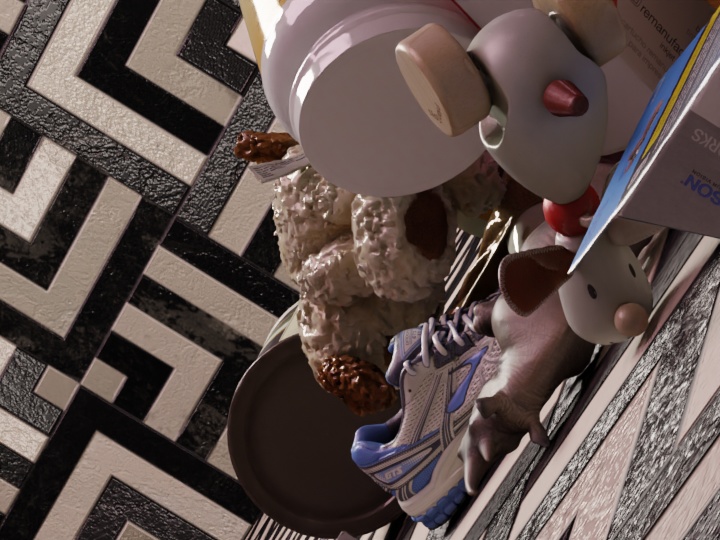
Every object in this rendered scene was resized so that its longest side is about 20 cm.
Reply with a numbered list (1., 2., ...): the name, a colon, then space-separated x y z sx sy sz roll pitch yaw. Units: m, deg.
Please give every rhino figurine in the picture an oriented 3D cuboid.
1. rhino figurine: 0.095 0.028 1.487 0.201 0.060 0.087 -63 13 -21

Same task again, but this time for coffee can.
1. coffee can: -0.012 0.098 2.067 0.147 0.146 0.200 -59 1 10

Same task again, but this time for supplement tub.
1. supplement tub: 0.004 -0.153 1.688 0.145 0.144 0.201 -58 31 32

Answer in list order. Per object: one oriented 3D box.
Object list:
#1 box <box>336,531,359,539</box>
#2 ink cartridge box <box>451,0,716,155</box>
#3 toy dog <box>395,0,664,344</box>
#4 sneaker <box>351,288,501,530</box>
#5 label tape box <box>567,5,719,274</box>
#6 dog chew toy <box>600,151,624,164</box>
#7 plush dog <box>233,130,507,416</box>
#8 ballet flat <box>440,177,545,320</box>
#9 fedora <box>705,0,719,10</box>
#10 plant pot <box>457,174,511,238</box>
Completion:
1. box: -0.031 0.232 1.653 0.117 0.060 0.200 -60 1 -22
2. ink cartridge box: 0.158 -0.190 1.629 0.084 0.144 0.201 -14 38 53
3. toy dog: 0.100 -0.043 1.288 0.132 0.200 0.096 -46 34 5
4. sneaker: 0.059 0.055 1.661 0.201 0.085 0.077 -58 2 21
5. label tape box: 0.171 -0.087 1.150 0.200 0.063 0.144 -59 0 44
6. dog chew toy: 0.114 -0.151 1.769 0.124 0.200 0.125 -24 -35 -18
7. plush dog: 0.000 0.000 1.783 0.200 0.159 0.173 -52 -38 -63
8. ballet flat: 0.098 0.010 1.830 0.201 0.068 0.072 -58 18 15
9. fedora: 0.212 -0.195 1.516 0.201 0.082 0.201 -59 1 1
10. plant pot: 0.099 -0.114 1.927 0.201 0.199 0.184 -58 13 23
